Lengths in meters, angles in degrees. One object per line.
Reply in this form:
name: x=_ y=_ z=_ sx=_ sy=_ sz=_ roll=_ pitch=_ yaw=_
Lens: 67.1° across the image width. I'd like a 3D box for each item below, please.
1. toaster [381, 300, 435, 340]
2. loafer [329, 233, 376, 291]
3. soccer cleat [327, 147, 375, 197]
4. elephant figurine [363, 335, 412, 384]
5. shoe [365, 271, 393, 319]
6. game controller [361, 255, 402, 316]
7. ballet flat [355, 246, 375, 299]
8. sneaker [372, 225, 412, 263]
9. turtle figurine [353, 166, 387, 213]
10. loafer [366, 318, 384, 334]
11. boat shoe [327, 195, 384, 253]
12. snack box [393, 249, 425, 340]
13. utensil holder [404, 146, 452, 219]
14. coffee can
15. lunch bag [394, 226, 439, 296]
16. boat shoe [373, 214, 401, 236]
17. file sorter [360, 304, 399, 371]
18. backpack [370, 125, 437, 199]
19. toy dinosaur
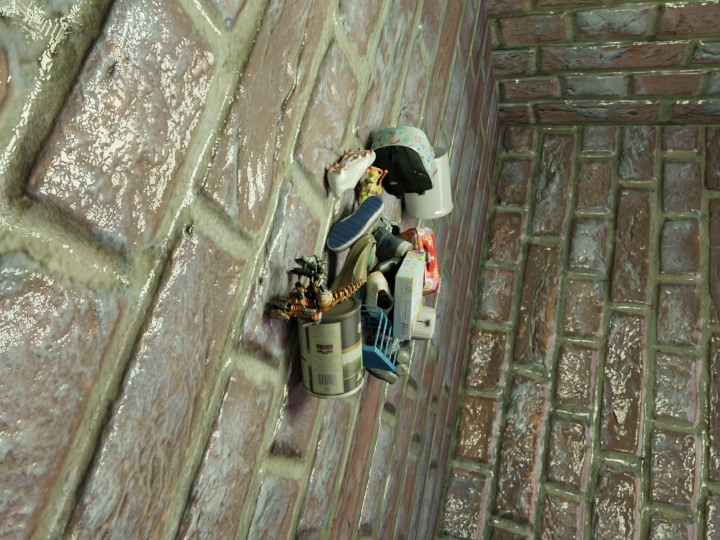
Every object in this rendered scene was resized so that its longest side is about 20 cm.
toaster: x=0.145 y=0.157 z=1.677 sx=0.200 sy=0.128 sz=0.115 roll=164 pitch=-64 yaw=-69
loafer: x=-0.010 y=0.002 z=1.360 sx=0.201 sy=0.067 sz=0.076 roll=-62 pitch=165 yaw=14
soccer cleat: x=-0.024 y=-0.250 z=1.365 sx=0.200 sy=0.069 sz=0.078 roll=-46 pitch=142 yaw=-48
elephant figurine: x=0.078 y=0.261 z=1.679 sx=0.142 sy=0.155 sz=0.200 roll=-51 pitch=-171 yaw=7
shoe: x=0.050 y=0.081 z=1.439 sx=0.070 sy=0.053 sz=0.201 roll=-28 pitch=146 yaw=-11
game controller: x=0.055 y=0.047 z=1.489 sx=0.104 sy=0.042 sz=0.201 roll=-15 pitch=139 yaw=-28
ballet flat: x=0.000 y=0.000 z=1.492 sx=0.067 sy=0.068 sz=0.201 roll=21 pitch=85 yaw=-72
sneaker: x=0.064 y=-0.034 z=1.560 sx=0.077 sy=0.146 sz=0.203 roll=-37 pitch=151 yaw=-40
turtle figurine: x=0.018 y=-0.209 z=1.472 sx=0.200 sy=0.064 sz=0.163 roll=-5 pitch=110 yaw=-83
loafer: x=0.052 y=0.096 z=1.631 sx=0.070 sy=0.068 sz=0.202 roll=-50 pitch=145 yaw=-71
boat shoe: x=-0.006 y=-0.103 z=1.381 sx=0.200 sy=0.072 sz=0.073 roll=-44 pitch=151 yaw=-25
snack box: x=0.131 y=0.066 z=1.465 sx=0.142 sy=0.053 sz=0.201 roll=-60 pitch=155 yaw=-54
utensil holder: x=0.223 y=-0.300 z=1.848 sx=0.170 sy=0.169 sz=0.201 roll=-54 pitch=141 yaw=-52
coffee can: x=-0.068 y=0.167 z=1.236 sx=0.146 sy=0.145 sz=0.202 roll=-41 pitch=134 yaw=-60
lunch bag: x=0.164 y=-0.024 z=1.609 sx=0.081 sy=0.176 sz=0.202 roll=2 pitch=75 yaw=-31
boat shoe: x=0.070 y=-0.138 z=1.630 sx=0.200 sy=0.061 sz=0.073 roll=25 pitch=72 yaw=-68
file sorter: x=0.015 y=0.181 z=1.464 sx=0.200 sy=0.138 sz=0.124 roll=53 pitch=46 yaw=-60
backpack: x=0.120 y=-0.325 z=1.561 sx=0.200 sy=0.176 sz=0.152 roll=47 pitch=48 yaw=-50
toy dinosaur: x=-0.095 y=0.046 z=1.139 sx=0.199 sy=0.102 sz=0.137 roll=-7 pitch=73 yaw=-39
